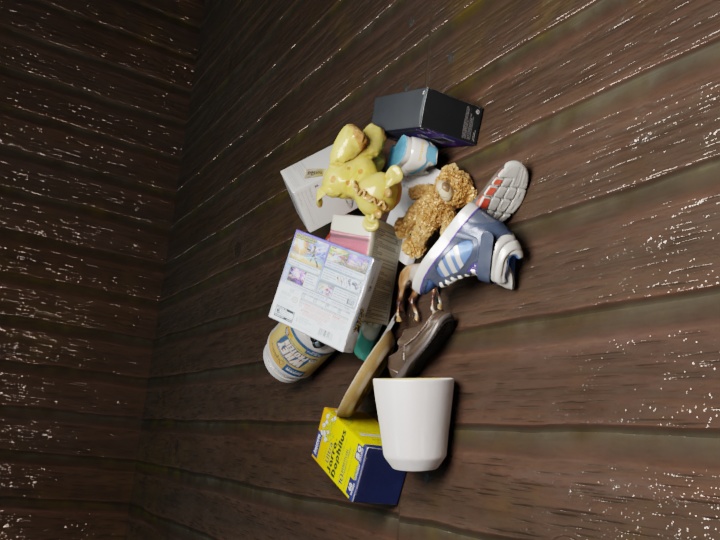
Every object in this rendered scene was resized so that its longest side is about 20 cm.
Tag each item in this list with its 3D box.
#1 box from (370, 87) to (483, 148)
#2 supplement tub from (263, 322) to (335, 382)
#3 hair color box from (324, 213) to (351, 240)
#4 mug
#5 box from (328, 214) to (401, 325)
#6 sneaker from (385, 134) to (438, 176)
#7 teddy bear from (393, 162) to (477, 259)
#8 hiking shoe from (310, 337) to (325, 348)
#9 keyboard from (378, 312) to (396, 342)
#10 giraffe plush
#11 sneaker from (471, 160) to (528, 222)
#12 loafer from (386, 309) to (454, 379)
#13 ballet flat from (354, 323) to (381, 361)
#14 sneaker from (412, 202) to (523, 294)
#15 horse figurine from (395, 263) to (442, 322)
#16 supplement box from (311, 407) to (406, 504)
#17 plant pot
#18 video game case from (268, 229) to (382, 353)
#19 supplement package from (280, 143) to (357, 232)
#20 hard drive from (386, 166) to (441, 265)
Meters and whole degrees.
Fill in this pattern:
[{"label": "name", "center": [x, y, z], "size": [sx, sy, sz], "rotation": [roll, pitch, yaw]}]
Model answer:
[{"label": "box", "center": [0.126, -0.299, 1.438], "size": [0.199, 0.138, 0.081], "rotation": [13, 89, 61]}, {"label": "supplement tub", "center": [-0.137, 0.167, 1.715], "size": [0.200, 0.142, 0.148], "rotation": [-47, 41, 42]}, {"label": "hair color box", "center": [-0.056, -0.035, 1.622], "size": [0.201, 0.063, 0.113], "rotation": [-64, -4, -58]}, {"label": "mug", "center": [0.101, 0.273, 1.297], "size": [0.145, 0.186, 0.158], "rotation": [-3, 82, 16]}, {"label": "box", "center": [0.000, 0.000, 1.473], "size": [0.107, 0.127, 0.206], "rotation": [6, 84, 33]}, {"label": "sneaker", "center": [0.099, -0.221, 1.476], "size": [0.200, 0.078, 0.079], "rotation": [-176, 98, -80]}, {"label": "teddy bear", "center": [0.134, -0.115, 1.397], "size": [0.198, 0.066, 0.149], "rotation": [-30, 54, 41]}, {"label": "hiking shoe", "center": [-0.079, 0.078, 1.540], "size": [0.076, 0.084, 0.203], "rotation": [-94, -7, -47]}, {"label": "keyboard", "center": [0.025, 0.179, 1.510], "size": [0.203, 0.010, 0.056], "rotation": [-61, 1, 14]}, {"label": "giraffe plush", "center": [0.015, -0.170, 1.382], "size": [0.161, 0.198, 0.176], "rotation": [34, 137, 30]}, {"label": "sneaker", "center": [0.219, -0.114, 1.273], "size": [0.203, 0.075, 0.083], "rotation": [-61, 27, 26]}, {"label": "loafer", "center": [0.102, 0.137, 1.359], "size": [0.072, 0.072, 0.201], "rotation": [52, 128, 23]}, {"label": "ballet flat", "center": [0.018, 0.089, 1.553], "size": [0.070, 0.066, 0.206], "rotation": [-21, 62, 49]}, {"label": "sneaker", "center": [0.188, 0.002, 1.226], "size": [0.146, 0.080, 0.202], "rotation": [43, 120, 15]}, {"label": "horse figurine", "center": [0.120, 0.028, 1.412], "size": [0.199, 0.049, 0.136], "rotation": [-25, 58, 55]}, {"label": "supplement box", "center": [-0.002, 0.366, 1.436], "size": [0.199, 0.107, 0.112], "rotation": [25, 100, 61]}, {"label": "plant pot", "center": [0.017, 0.211, 1.439], "size": [0.202, 0.027, 0.201], "rotation": [-57, -10, -15]}, {"label": "video game case", "center": [-0.070, 0.038, 1.406], "size": [0.197, 0.045, 0.186], "rotation": [21, 94, 32]}, {"label": "supplement package", "center": [-0.066, -0.202, 1.658], "size": [0.196, 0.119, 0.118], "rotation": [-28, 37, -6]}, {"label": "hard drive", "center": [0.107, -0.127, 1.519], "size": [0.132, 0.026, 0.205], "rotation": [40, 113, 57]}]
